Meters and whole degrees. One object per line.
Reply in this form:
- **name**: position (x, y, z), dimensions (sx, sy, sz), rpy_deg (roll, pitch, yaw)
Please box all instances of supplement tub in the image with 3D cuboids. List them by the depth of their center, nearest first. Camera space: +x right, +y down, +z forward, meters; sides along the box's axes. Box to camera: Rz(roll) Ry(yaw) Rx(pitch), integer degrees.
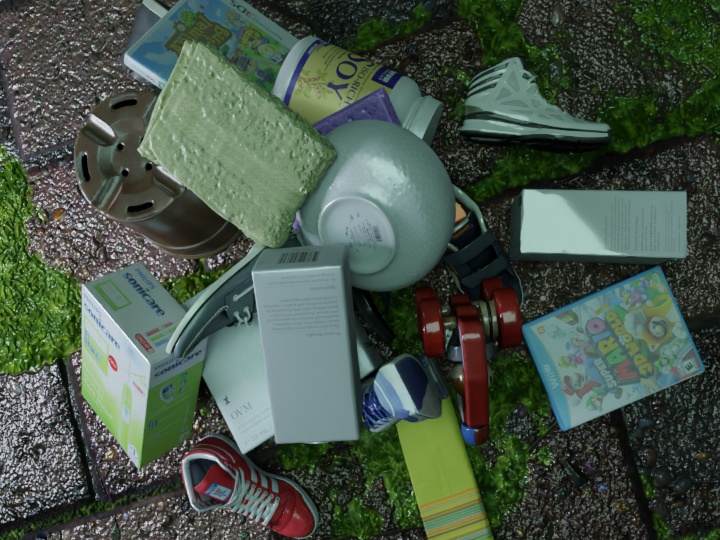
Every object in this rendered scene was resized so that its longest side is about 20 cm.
- **supplement tub**: position (-0.006, -0.195, 0.847), dimensions (0.195, 0.145, 0.149), rpy_deg (24, 89, 7)

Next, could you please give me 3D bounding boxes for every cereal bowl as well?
- **cereal bowl**: position (0.008, -0.059, 0.746), dimensions (0.194, 0.084, 0.205), rpy_deg (12, 124, 18)

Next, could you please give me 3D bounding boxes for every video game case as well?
- **video game case**: position (0.325, 0.101, 0.853), dimensions (0.195, 0.018, 0.147), rpy_deg (-24, 85, 5)
- **video game case**: position (-0.177, -0.281, 0.859), dimensions (0.179, 0.022, 0.203), rpy_deg (32, 55, -7)

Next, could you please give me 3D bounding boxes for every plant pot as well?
- **plant pot**: position (-0.252, -0.125, 0.845), dimensions (0.193, 0.198, 0.208), rpy_deg (0, 86, 7)

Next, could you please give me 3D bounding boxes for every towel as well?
- **towel**: position (-0.134, -0.134, 0.706), dimensions (0.198, 0.037, 0.150), rpy_deg (36, 111, -2)
- **towel**: position (0.108, 0.271, 0.870), dimensions (0.084, 0.018, 0.206), rpy_deg (-17, 84, 0)

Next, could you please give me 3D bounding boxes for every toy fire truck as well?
- **toy fire truck**: position (0.129, 0.106, 0.774), dimensions (0.108, 0.200, 0.174), rpy_deg (-8, 97, 3)

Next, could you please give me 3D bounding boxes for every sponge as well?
- **sponge**: position (-0.028, -0.126, 0.790), dimensions (0.196, 0.030, 0.113), rpy_deg (-19, 113, 33)

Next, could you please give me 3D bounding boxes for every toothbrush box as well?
- **toothbrush box**: position (-0.276, 0.120, 0.821), dimensions (0.145, 0.085, 0.203), rpy_deg (40, 131, 23)

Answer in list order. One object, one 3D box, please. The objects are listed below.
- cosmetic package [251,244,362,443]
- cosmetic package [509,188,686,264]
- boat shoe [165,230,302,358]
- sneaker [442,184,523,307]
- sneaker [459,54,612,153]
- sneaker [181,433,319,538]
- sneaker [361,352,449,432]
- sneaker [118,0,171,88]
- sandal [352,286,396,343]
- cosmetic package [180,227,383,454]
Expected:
- **cosmetic package**: position (-0.054, 0.081, 0.720), dimensions (0.098, 0.074, 0.206), rpy_deg (-2, 109, 5)
- **cosmetic package**: position (0.289, -0.053, 0.821), dimensions (0.193, 0.113, 0.084), rpy_deg (0, 86, 8)
- **boat shoe**: position (-0.134, 0.031, 0.743), dimensions (0.062, 0.073, 0.200), rpy_deg (43, 66, -2)
- **sneaker**: position (0.143, -0.024, 0.853), dimensions (0.078, 0.079, 0.202), rpy_deg (-36, 85, 2)
- **sneaker**: position (0.232, -0.222, 0.855), dimensions (0.194, 0.076, 0.119), rpy_deg (8, 89, 10)
- **sneaker**: position (-0.146, 0.291, 0.848), dimensions (0.197, 0.112, 0.072), rpy_deg (32, 91, 7)
- **sneaker**: position (0.040, 0.159, 0.800), dimensions (0.113, 0.199, 0.082), rpy_deg (-30, 78, 13)
- **sneaker**: position (-0.241, -0.283, 0.926), dimensions (0.198, 0.075, 0.108), rpy_deg (37, 106, 5)
- **sandal**: position (0.000, 0.000, 0.868), dimensions (0.042, 0.076, 0.204), rpy_deg (-27, 84, 6)
- **cosmetic package**: position (-0.104, 0.088, 0.853), dimensions (0.196, 0.123, 0.203), rpy_deg (-32, 82, 4)
